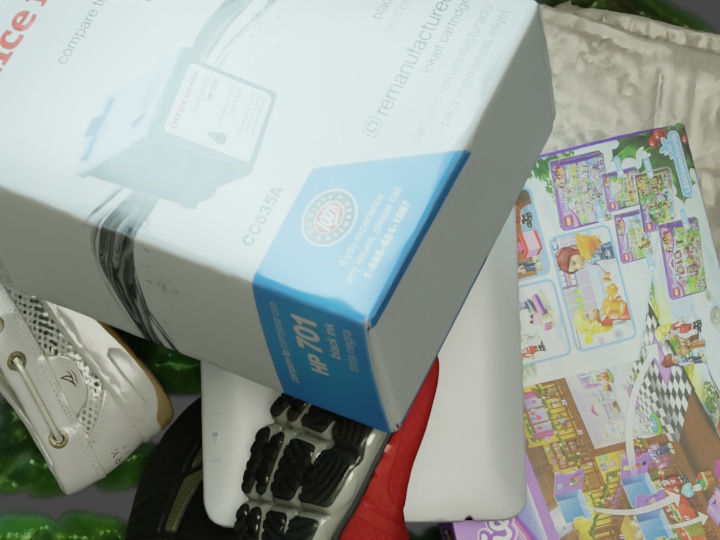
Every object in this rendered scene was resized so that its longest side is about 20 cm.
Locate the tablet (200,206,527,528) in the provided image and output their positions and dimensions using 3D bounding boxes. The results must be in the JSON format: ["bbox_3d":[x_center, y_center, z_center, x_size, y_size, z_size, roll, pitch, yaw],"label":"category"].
[{"bbox_3d":[0.000,0.000,0.995,0.129,0.014,0.202,-1,83,-7],"label":"tablet"}]

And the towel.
[{"bbox_3d":[0.117,-0.010,1.074,0.131,0.034,0.202,12,83,-5],"label":"towel"}]

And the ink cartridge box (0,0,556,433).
[{"bbox_3d":[-0.048,-0.049,0.921,0.199,0.086,0.147,20,65,18],"label":"ink cartridge box"}]

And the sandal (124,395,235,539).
[{"bbox_3d":[-0.058,0.127,1.020,0.057,0.079,0.202,38,67,-44],"label":"sandal"}]

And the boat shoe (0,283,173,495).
[{"bbox_3d":[-0.163,0.006,1.012,0.069,0.071,0.200,-42,92,-12],"label":"boat shoe"}]

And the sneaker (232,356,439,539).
[{"bbox_3d":[-0.003,0.117,0.953,0.084,0.077,0.202,14,98,-28],"label":"sneaker"}]

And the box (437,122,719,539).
[{"bbox_3d":[0.090,0.052,1.027,0.136,0.039,0.202,-13,86,-9],"label":"box"}]
